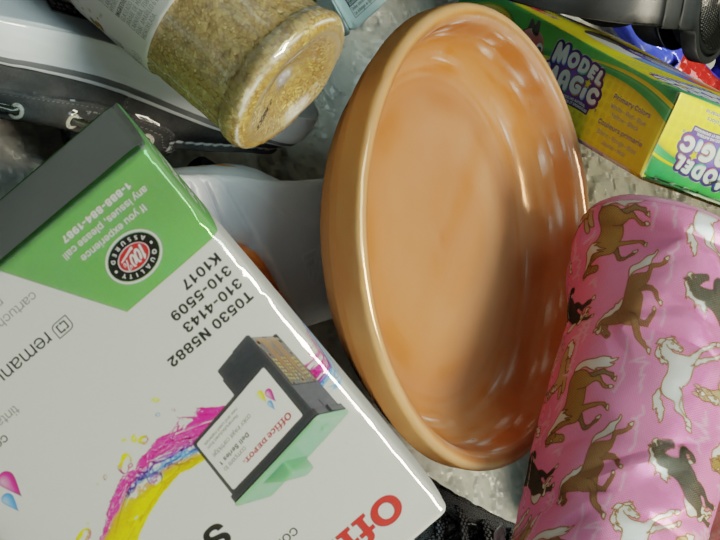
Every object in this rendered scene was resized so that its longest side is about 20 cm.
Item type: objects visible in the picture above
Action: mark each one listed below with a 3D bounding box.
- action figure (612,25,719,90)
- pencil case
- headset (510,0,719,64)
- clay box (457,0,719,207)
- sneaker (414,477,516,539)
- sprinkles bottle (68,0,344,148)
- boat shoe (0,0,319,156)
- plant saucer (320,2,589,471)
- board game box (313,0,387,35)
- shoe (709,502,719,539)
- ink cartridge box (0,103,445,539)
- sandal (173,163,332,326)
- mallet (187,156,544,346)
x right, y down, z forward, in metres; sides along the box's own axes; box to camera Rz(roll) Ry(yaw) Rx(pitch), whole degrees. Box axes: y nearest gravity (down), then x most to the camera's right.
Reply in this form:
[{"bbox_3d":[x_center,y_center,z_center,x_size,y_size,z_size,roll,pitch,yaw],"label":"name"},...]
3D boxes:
[{"bbox_3d":[0.172,-0.129,1.393,0.200,0.099,0.065,56,50,-20],"label":"action figure"},{"bbox_3d":[0.115,0.065,1.158,0.086,0.083,0.201,23,61,-11],"label":"pencil case"},{"bbox_3d":[0.143,-0.157,1.300,0.199,0.123,0.094,-2,110,-37],"label":"headset"},{"bbox_3d":[0.137,-0.075,1.280,0.115,0.200,0.048,16,102,-39],"label":"clay box"},{"bbox_3d":[0.061,0.130,1.203,0.200,0.114,0.076,42,53,-27],"label":"sneaker"},{"bbox_3d":[-0.099,-0.135,1.092,0.200,0.068,0.068,40,45,16],"label":"sprinkles bottle"},{"bbox_3d":[-0.112,-0.074,1.130,0.199,0.066,0.070,12,29,-37],"label":"boat shoe"},{"bbox_3d":[0.039,-0.014,1.162,0.200,0.037,0.201,8,80,-57],"label":"plant saucer"},{"bbox_3d":[-0.035,-0.221,1.246,0.148,0.064,0.200,-45,111,-41],"label":"board game box"},{"bbox_3d":[0.175,0.065,1.263,0.091,0.200,0.072,23,38,-22],"label":"shoe"},{"bbox_3d":[-0.084,0.060,1.064,0.145,0.084,0.200,-40,111,-2],"label":"ink cartridge box"},{"bbox_3d":[-0.049,-0.008,1.165,0.206,0.059,0.080,-4,102,-40],"label":"sandal"},{"bbox_3d":[0.000,0.000,1.242,0.199,0.066,0.041,24,63,-20],"label":"mallet"}]
